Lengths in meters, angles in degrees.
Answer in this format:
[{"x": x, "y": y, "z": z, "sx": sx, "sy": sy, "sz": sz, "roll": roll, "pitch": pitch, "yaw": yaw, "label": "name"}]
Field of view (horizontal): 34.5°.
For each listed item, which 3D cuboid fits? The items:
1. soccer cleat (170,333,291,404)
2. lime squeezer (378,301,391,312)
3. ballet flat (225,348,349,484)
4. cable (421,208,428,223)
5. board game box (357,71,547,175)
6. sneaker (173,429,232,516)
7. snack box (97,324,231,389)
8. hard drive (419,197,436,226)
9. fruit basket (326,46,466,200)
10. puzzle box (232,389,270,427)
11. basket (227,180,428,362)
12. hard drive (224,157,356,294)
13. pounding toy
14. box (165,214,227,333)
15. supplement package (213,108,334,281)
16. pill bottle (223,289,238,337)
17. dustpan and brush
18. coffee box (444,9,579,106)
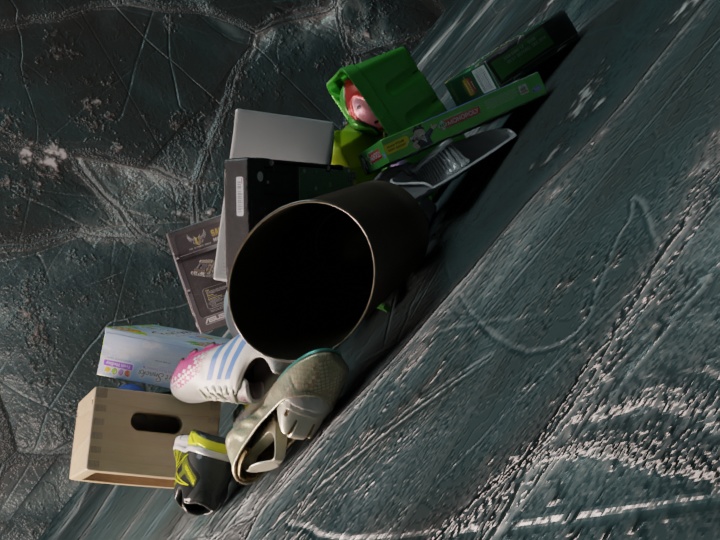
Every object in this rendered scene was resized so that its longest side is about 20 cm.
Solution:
[{"x": -0.151, "y": 0.124, "z": 1.333, "sx": 0.200, "sy": 0.070, "sz": 0.087, "roll": -33, "pitch": 52, "yaw": 35, "label": "soccer cleat"}, {"x": -0.022, "y": 0.047, "z": 1.295, "sx": 0.200, "sy": 0.038, "sz": 0.071, "roll": -26, "pitch": 6, "yaw": 45, "label": "lime squeezer"}, {"x": -0.069, "y": 0.149, "z": 1.129, "sx": 0.200, "sy": 0.067, "sz": 0.063, "roll": -48, "pitch": 37, "yaw": 43, "label": "ballet flat"}, {"x": 0.034, "y": -0.050, "z": 1.344, "sx": 0.097, "sy": 0.051, "sz": 0.200, "roll": -31, "pitch": 18, "yaw": -27, "label": "cable"}, {"x": 0.103, "y": -0.167, "z": 1.339, "sx": 0.199, "sy": 0.029, "sz": 0.135, "roll": -24, "pitch": 2, "yaw": -11, "label": "board game box"}, {"x": -0.180, "y": 0.228, "z": 1.278, "sx": 0.200, "sy": 0.074, "sz": 0.085, "roll": 122, "pitch": 166, "yaw": -72, "label": "sneaker"}, {"x": -0.229, "y": 0.117, "z": 1.522, "sx": 0.200, "sy": 0.168, "sz": 0.068, "roll": 20, "pitch": -99, "yaw": -81, "label": "snack box"}, {"x": 0.000, "y": 0.000, "z": 1.392, "sx": 0.200, "sy": 0.025, "sz": 0.132, "roll": -36, "pitch": 15, "yaw": 34, "label": "hard drive"}, {"x": 0.011, "y": -0.160, "z": 1.501, "sx": 0.216, "sy": 0.215, "sz": 0.155, "roll": -52, "pitch": 8, "yaw": -7, "label": "fruit basket"}, {"x": -0.101, "y": 0.145, "z": 1.389, "sx": 0.133, "sy": 0.025, "sz": 0.200, "roll": -51, "pitch": 8, "yaw": -1, "label": "puzzle box"}, {"x": -0.016, "y": -0.016, "z": 1.166, "sx": 0.180, "sy": 0.136, "sz": 0.200, "roll": -48, "pitch": -6, "yaw": 30, "label": "basket"}, {"x": -0.071, "y": -0.047, "z": 1.243, "sx": 0.038, "sy": 0.141, "sz": 0.200, "roll": 0, "pitch": 2, "yaw": 34, "label": "hard drive"}, {"x": -0.256, "y": 0.200, "z": 1.481, "sx": 0.184, "sy": 0.199, "sz": 0.143, "roll": 147, "pitch": 129, "yaw": -65, "label": "pounding toy"}, {"x": -0.172, "y": -0.013, "z": 1.731, "sx": 0.199, "sy": 0.159, "sz": 0.048, "roll": -20, "pitch": 6, "yaw": -8, "label": "box"}, {"x": -0.100, "y": -0.079, "z": 1.379, "sx": 0.117, "sy": 0.116, "sz": 0.201, "roll": 88, "pitch": -169, "yaw": -88, "label": "supplement package"}, {"x": -0.119, "y": 0.042, "z": 1.555, "sx": 0.120, "sy": 0.119, "sz": 0.200, "roll": -49, "pitch": 3, "yaw": 10, "label": "pill bottle"}, {"x": 0.072, "y": -0.115, "z": 1.330, "sx": 0.139, "sy": 0.057, "sz": 0.200, "roll": -34, "pitch": 0, "yaw": -30, "label": "dustpan and brush"}, {"x": 0.185, "y": -0.262, "z": 1.461, "sx": 0.123, "sy": 0.044, "sz": 0.200, "roll": -34, "pitch": 6, "yaw": -6, "label": "coffee box"}]
